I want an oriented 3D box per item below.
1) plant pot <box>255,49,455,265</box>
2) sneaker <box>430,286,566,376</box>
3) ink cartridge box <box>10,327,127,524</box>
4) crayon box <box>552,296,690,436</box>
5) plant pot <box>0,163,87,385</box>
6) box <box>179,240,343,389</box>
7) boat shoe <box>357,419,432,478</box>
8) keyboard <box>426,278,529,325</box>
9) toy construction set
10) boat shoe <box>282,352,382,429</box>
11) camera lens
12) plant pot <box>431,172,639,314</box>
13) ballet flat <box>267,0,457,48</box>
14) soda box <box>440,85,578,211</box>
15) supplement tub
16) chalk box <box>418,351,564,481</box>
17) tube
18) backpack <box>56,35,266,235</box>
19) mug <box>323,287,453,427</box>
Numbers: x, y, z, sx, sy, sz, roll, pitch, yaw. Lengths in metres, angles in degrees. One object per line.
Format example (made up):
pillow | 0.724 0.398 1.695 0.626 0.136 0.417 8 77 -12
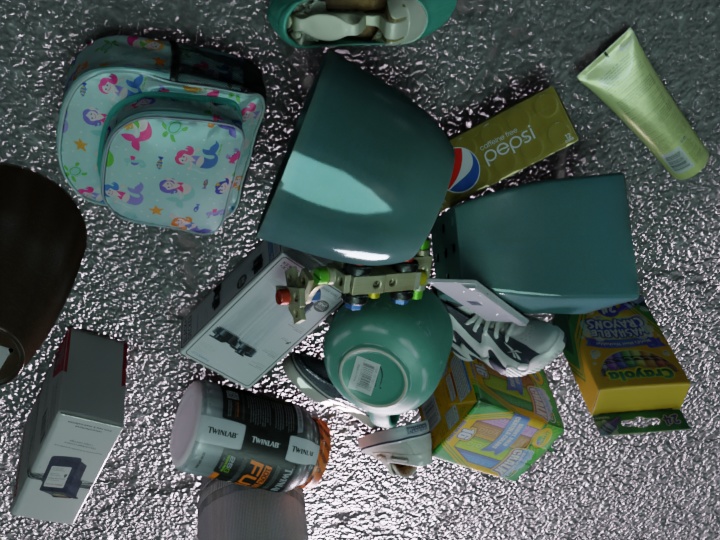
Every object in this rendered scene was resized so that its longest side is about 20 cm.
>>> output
plant pot | 0.001 -0.097 0.978 0.159 0.202 0.202 22 124 -8
sneaker | 0.156 0.055 1.195 0.080 0.198 0.130 -47 116 -16
ink cartridge box | -0.368 0.199 1.212 0.083 0.146 0.201 18 124 -24
crayon box | 0.342 0.119 1.250 0.124 0.201 0.052 -2 131 -9
plant pot | -0.394 0.022 1.023 0.184 0.201 0.189 -6 131 -7
box | -0.122 0.048 1.192 0.116 0.061 0.200 32 117 -31
boat shoe | 0.051 0.253 1.329 0.070 0.071 0.200 -10 169 -23
keyboard | 0.134 0.035 1.063 0.056 0.011 0.200 8 169 28
toy construction set | 0.000 0.000 1.092 0.198 0.131 0.093 -19 119 -25
boat shoe | -0.009 0.139 1.291 0.093 0.075 0.199 -44 132 16
camera lens | -0.153 0.378 1.363 0.157 0.202 0.162 -5 134 -6
plant pot | 0.188 -0.022 1.096 0.197 0.144 0.141 -3 171 -15
ballet flat | 0.006 -0.250 0.962 0.197 0.071 0.068 -4 130 -8
soda box | 0.140 -0.131 1.076 0.198 0.064 0.068 -27 95 11
supplement tub | -0.147 0.229 1.296 0.198 0.123 0.123 18 124 -24
chalk box | 0.196 0.201 1.341 0.198 0.125 0.124 20 124 -26
tube | 0.332 -0.185 1.100 0.199 0.059 0.052 39 156 -31
backpack | -0.206 -0.137 0.971 0.197 0.152 0.179 13 128 -15
mug | 0.038 0.112 1.176 0.151 0.115 0.186 -23 109 29
